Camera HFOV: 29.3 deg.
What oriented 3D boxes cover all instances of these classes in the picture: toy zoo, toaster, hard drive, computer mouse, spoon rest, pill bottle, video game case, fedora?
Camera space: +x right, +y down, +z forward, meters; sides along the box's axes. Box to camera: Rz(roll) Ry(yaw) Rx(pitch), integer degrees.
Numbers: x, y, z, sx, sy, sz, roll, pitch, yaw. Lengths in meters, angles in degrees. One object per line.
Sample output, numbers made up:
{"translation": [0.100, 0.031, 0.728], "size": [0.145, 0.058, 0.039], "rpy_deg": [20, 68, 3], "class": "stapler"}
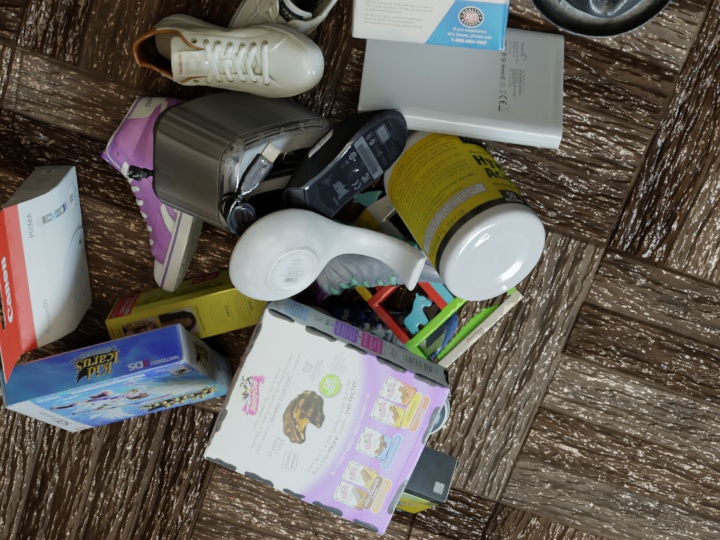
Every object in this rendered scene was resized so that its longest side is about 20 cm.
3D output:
{"translation": [0.059, -0.005, 1.452], "size": [0.131, 0.020, 0.200], "rpy_deg": [-43, 82, 7], "class": "toy zoo"}
{"translation": [-0.114, -0.107, 1.353], "size": [0.128, 0.199, 0.115], "rpy_deg": [25, 119, 41], "class": "toaster"}
{"translation": [0.101, -0.190, 1.360], "size": [0.197, 0.133, 0.026], "rpy_deg": [7, 147, -1], "class": "hard drive"}
{"translation": [-0.051, -0.098, 1.287], "size": [0.200, 0.046, 0.140], "rpy_deg": [-46, 145, 0], "class": "computer mouse"}
{"translation": [-0.036, -0.014, 1.312], "size": [0.198, 0.061, 0.100], "rpy_deg": [3, 124, -33], "class": "spoon rest"}
{"translation": [0.089, -0.075, 1.358], "size": [0.110, 0.201, 0.112], "rpy_deg": [-18, 138, -17], "class": "pill bottle"}
{"translation": [-0.254, 0.119, 1.473], "size": [0.197, 0.181, 0.046], "rpy_deg": [-14, 74, 8], "class": "video game case"}
{"translation": [0.238, -0.315, 1.317], "size": [0.197, 0.092, 0.203], "rpy_deg": [1, 112, 2], "class": "fedora"}

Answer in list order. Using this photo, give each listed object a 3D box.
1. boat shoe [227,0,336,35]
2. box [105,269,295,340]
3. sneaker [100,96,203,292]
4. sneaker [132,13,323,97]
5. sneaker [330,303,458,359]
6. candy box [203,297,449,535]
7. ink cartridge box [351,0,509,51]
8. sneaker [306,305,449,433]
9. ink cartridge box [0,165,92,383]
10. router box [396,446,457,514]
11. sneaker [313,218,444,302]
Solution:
{"translation": [-0.066, -0.262, 1.365], "size": [0.200, 0.066, 0.072], "rpy_deg": [-40, 106, 17], "class": "boat shoe"}
{"translation": [-0.170, 0.039, 1.489], "size": [0.197, 0.075, 0.051], "rpy_deg": [-15, 109, 9], "class": "box"}
{"translation": [-0.219, -0.084, 1.447], "size": [0.113, 0.073, 0.203], "rpy_deg": [11, 103, 2], "class": "sneaker"}
{"translation": [-0.134, -0.200, 1.343], "size": [0.198, 0.085, 0.074], "rpy_deg": [11, 118, 26], "class": "sneaker"}
{"translation": [0.007, 0.074, 1.496], "size": [0.198, 0.075, 0.089], "rpy_deg": [-26, 109, 11], "class": "sneaker"}
{"translation": [-0.033, 0.140, 1.371], "size": [0.198, 0.072, 0.169], "rpy_deg": [24, 104, -4], "class": "candy box"}
{"translation": [0.075, -0.326, 1.287], "size": [0.145, 0.145, 0.203], "rpy_deg": [7, 113, 5], "class": "ink cartridge box"}
{"translation": [0.000, 0.115, 1.438], "size": [0.199, 0.079, 0.079], "rpy_deg": [32, 105, 3], "class": "sneaker"}
{"translation": [-0.326, -0.001, 1.409], "size": [0.047, 0.200, 0.162], "rpy_deg": [-1, 113, 3], "class": "ink cartridge box"}
{"translation": [-0.009, 0.205, 1.509], "size": [0.198, 0.157, 0.053], "rpy_deg": [21, 72, -6], "class": "router box"}
{"translation": [0.000, 0.000, 1.414], "size": [0.198, 0.074, 0.089], "rpy_deg": [17, 90, 12], "class": "sneaker"}
